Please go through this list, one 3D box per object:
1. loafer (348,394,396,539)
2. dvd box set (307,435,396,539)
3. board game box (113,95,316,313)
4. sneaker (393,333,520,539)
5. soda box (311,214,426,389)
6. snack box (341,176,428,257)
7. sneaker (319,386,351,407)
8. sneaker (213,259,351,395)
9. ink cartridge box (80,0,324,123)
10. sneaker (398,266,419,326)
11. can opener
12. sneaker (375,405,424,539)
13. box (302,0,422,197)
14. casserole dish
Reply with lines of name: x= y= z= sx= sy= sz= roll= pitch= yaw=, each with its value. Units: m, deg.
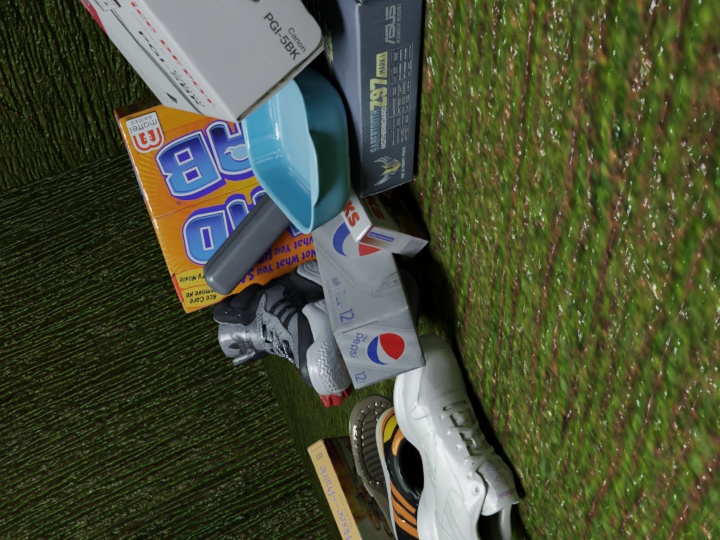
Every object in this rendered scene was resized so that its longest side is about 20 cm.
loafer: x=0.029 y=0.229 z=1.175 sx=0.067 sy=0.075 sz=0.202 roll=38 pitch=147 yaw=64
dvd box set: x=0.022 y=0.298 z=1.229 sx=0.146 sy=0.029 sz=0.202 roll=8 pitch=-127 yaw=-54
board game box: x=-0.134 y=-0.102 z=1.071 sx=0.200 sy=0.198 sz=0.202 roll=-143 pitch=34 yaw=-71
sneaker: x=0.088 y=0.149 z=0.828 sx=0.099 sy=0.074 sz=0.203 roll=-9 pitch=94 yaw=48
soda box: x=0.000 y=0.000 z=0.846 sx=0.201 sy=0.063 sz=0.069 roll=-104 pitch=-4 yaw=-51
snack box: x=-0.012 y=-0.098 z=0.841 sx=0.024 sy=0.071 sz=0.201 roll=-45 pitch=53 yaw=27
sneaker: x=-0.039 y=0.140 z=1.409 sx=0.117 sy=0.078 sz=0.200 roll=64 pitch=-178 yaw=-11
sneaker: x=-0.072 y=0.063 z=0.910 sx=0.200 sy=0.112 sz=0.076 roll=-104 pitch=-4 yaw=-66
ink cartridge box: x=-0.127 y=-0.187 z=0.687 sx=0.147 sy=0.083 sz=0.200 roll=52 pitch=169 yaw=-24
sneaker: x=0.024 y=0.053 z=0.932 sx=0.201 sy=0.077 sz=0.113 roll=-104 pitch=-4 yaw=-62
can opener: x=-0.090 y=-0.072 z=0.954 sx=0.067 sy=0.200 sz=0.053 roll=40 pitch=-178 yaw=-17
sneaker: x=0.067 y=0.240 z=1.027 sx=0.090 sy=0.069 sz=0.203 roll=-155 pitch=48 yaw=-79
box: x=-0.010 y=-0.176 z=0.735 sx=0.201 sy=0.050 sz=0.159 roll=89 pitch=158 yaw=-57
casserole dish: x=-0.052 y=-0.108 z=0.778 sx=0.200 sy=0.038 sz=0.123 roll=-133 pitch=35 yaw=-58
